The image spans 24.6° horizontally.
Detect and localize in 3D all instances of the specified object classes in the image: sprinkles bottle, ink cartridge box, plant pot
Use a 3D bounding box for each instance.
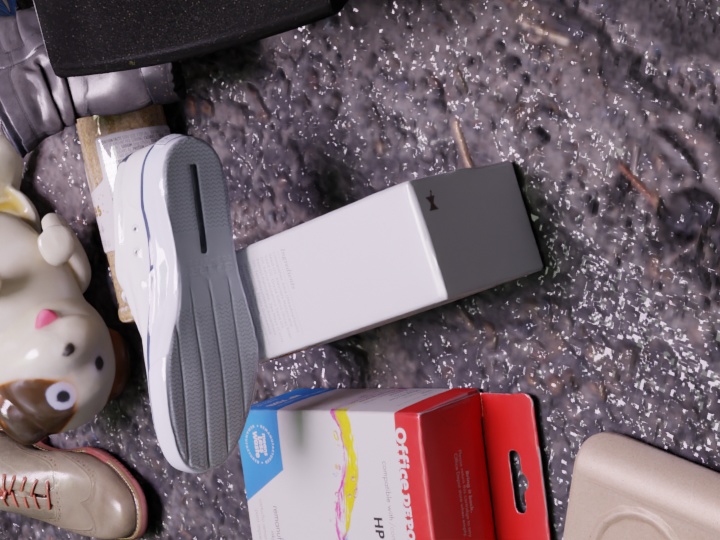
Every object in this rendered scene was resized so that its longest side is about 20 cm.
[{"bbox_3d":[-0.159,-0.068,1.155,0.068,0.068,0.203,-14,90,42],"label":"sprinkles bottle"},{"bbox_3d":[0.019,0.138,1.041,0.198,0.067,0.118,-4,96,41],"label":"ink cartridge box"},{"bbox_3d":[-0.077,-0.238,0.946,0.175,0.200,0.201,6,126,24],"label":"plant pot"}]

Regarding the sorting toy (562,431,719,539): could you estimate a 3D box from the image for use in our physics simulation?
[{"bbox_3d":[0.190,0.212,0.931,0.184,0.036,0.203,20,107,37],"label":"sorting toy"}]

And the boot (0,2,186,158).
[{"bbox_3d":[-0.197,-0.179,1.096,0.130,0.070,0.202,-16,57,2],"label":"boot"}]

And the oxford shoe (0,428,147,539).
[{"bbox_3d":[-0.246,0.172,1.277,0.198,0.074,0.071,10,105,39],"label":"oxford shoe"}]

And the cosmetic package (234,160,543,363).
[{"bbox_3d":[0.000,0.000,1.007,0.199,0.101,0.072,-21,86,43],"label":"cosmetic package"}]

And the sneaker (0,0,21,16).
[{"bbox_3d":[-0.273,-0.198,1.219,0.201,0.089,0.078,50,156,-4],"label":"sneaker"}]

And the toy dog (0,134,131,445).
[{"bbox_3d":[-0.264,0.036,1.227,0.200,0.139,0.195,44,138,26],"label":"toy dog"}]

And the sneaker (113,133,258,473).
[{"bbox_3d":[-0.110,0.021,1.003,0.070,0.072,0.203,-5,87,51],"label":"sneaker"}]
